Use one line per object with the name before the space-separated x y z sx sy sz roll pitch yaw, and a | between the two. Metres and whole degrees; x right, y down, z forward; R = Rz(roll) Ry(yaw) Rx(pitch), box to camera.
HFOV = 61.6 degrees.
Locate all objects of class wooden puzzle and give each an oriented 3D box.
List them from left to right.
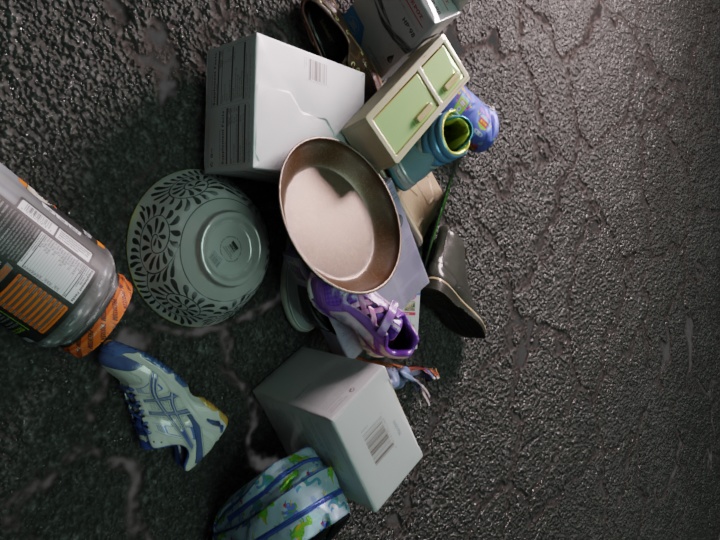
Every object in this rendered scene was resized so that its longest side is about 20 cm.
wooden puzzle | 0.061 -0.155 0.968 0.188 0.045 0.201 58 30 -18

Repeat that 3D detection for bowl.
bowl | -0.183 -0.028 0.764 0.196 0.093 0.209 -1 92 -42

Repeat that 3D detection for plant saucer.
plant saucer | -0.029 -0.065 0.752 0.197 0.036 0.207 21 58 -37

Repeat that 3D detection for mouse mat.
mouse mat | 0.131 -0.082 1.014 0.201 0.007 0.166 79 29 -74

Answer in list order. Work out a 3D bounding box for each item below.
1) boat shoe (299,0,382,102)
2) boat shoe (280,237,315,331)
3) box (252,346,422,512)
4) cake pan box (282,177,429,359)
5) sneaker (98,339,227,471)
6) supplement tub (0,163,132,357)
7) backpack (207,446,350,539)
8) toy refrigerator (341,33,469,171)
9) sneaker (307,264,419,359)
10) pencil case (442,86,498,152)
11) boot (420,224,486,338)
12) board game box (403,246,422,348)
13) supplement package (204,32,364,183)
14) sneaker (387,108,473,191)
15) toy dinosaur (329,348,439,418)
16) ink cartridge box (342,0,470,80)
boat shoe | -0.029 -0.312 0.894 0.202 0.069 0.071 55 19 -20
boat shoe | -0.071 -0.012 0.881 0.069 0.070 0.209 1 91 -41
box | -0.035 0.210 0.839 0.106 0.197 0.156 -38 115 -31
cake pan box | 0.000 0.000 0.865 0.199 0.052 0.187 -43 122 -25
sneaker | -0.246 0.168 0.728 0.201 0.074 0.089 50 62 -31
supplement tub | -0.337 -0.008 0.606 0.200 0.120 0.125 47 63 -33
backpack | -0.101 0.322 0.788 0.160 0.198 0.159 -7 77 -39
toy refrigerator | 0.067 -0.233 0.837 0.076 0.069 0.201 50 61 -20
sneaker | 0.012 0.055 0.799 0.200 0.088 0.081 45 75 -35
pencil case | 0.176 -0.293 1.086 0.197 0.078 0.088 27 104 -40
boot | 0.190 0.026 1.126 0.200 0.075 0.142 47 51 -43
board game box | 0.031 0.023 0.982 0.144 0.063 0.208 6 86 -41
supplement package | -0.097 -0.201 0.810 0.197 0.109 0.162 0 92 -49
sneaker | 0.115 -0.205 0.915 0.080 0.128 0.203 50 32 -24
toy dinosaur | 0.062 0.173 1.006 0.181 0.103 0.205 -35 104 -57
ink cartridge box | 0.065 -0.387 0.886 0.066 0.199 0.118 -34 93 -34
